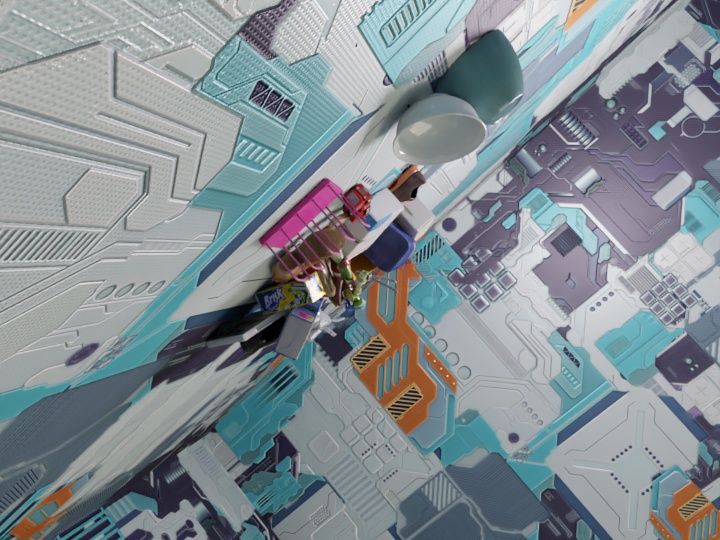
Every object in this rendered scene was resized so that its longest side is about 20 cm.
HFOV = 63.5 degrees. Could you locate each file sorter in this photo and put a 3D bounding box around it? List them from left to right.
[{"bbox_3d":[-0.093,-0.082,1.291,0.200,0.125,0.139,-42,173,7],"label":"file sorter"}]

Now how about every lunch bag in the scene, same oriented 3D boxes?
[{"bbox_3d":[0.087,-0.089,1.885,0.136,0.200,0.132,-48,172,17],"label":"lunch bag"}]

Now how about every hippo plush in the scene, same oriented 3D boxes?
[{"bbox_3d":[-0.195,0.198,2.254,0.160,0.200,0.161,-62,167,-8],"label":"hippo plush"}]

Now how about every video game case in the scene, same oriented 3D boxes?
[{"bbox_3d":[-0.320,0.159,1.662,0.200,0.023,0.182,-14,-165,45],"label":"video game case"}]

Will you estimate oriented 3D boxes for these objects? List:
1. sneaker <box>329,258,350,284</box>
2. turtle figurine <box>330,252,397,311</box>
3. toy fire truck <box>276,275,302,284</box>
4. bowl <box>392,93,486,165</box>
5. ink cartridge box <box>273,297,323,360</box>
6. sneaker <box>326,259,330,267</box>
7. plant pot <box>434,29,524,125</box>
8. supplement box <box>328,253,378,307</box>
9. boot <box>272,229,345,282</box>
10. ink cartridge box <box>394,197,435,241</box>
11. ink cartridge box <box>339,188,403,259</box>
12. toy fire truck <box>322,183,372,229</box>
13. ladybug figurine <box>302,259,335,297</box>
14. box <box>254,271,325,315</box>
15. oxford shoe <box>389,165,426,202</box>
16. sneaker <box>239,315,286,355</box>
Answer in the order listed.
[{"bbox_3d":[-0.060,0.004,1.796,0.078,0.116,0.200,-3,-152,5],"label":"sneaker"},{"bbox_3d":[0.000,0.000,1.627,0.200,0.194,0.144,-28,-173,30],"label":"turtle figurine"},{"bbox_3d":[-0.208,0.054,1.746,0.141,0.049,0.200,-36,170,-41],"label":"toy fire truck"},{"bbox_3d":[0.161,-0.311,1.237,0.201,0.091,0.201,-5,161,-2],"label":"bowl"},{"bbox_3d":[-0.173,0.148,1.683,0.200,0.076,0.137,-68,-176,-67],"label":"ink cartridge box"},{"bbox_3d":[-0.132,0.038,1.879,0.200,0.075,0.100,-44,-144,18],"label":"sneaker"},{"bbox_3d":[0.280,-0.402,1.283,0.200,0.135,0.200,-41,173,-6],"label":"plant pot"},{"bbox_3d":[-0.028,-0.011,2.018,0.197,0.133,0.200,-36,171,-35],"label":"supplement box"},{"bbox_3d":[-0.143,-0.035,1.523,0.200,0.074,0.155,-25,174,-20],"label":"boot"},{"bbox_3d":[0.157,-0.177,1.940,0.083,0.145,0.200,-40,173,-11],"label":"ink cartridge box"},{"bbox_3d":[0.013,-0.131,1.702,0.146,0.086,0.200,-33,171,-48],"label":"ink cartridge box"},{"bbox_3d":[-0.040,-0.141,1.517,0.141,0.049,0.200,-38,172,-10],"label":"toy fire truck"},{"bbox_3d":[-0.125,0.012,1.696,0.072,0.136,0.200,-19,152,0],"label":"ladybug figurine"},{"bbox_3d":[-0.194,0.064,1.584,0.200,0.070,0.064,-17,-171,38],"label":"box"},{"bbox_3d":[0.122,-0.225,1.758,0.071,0.073,0.200,-35,171,-45],"label":"oxford shoe"},{"bbox_3d":[-0.260,0.177,1.682,0.091,0.076,0.200,-27,-170,29],"label":"sneaker"}]
